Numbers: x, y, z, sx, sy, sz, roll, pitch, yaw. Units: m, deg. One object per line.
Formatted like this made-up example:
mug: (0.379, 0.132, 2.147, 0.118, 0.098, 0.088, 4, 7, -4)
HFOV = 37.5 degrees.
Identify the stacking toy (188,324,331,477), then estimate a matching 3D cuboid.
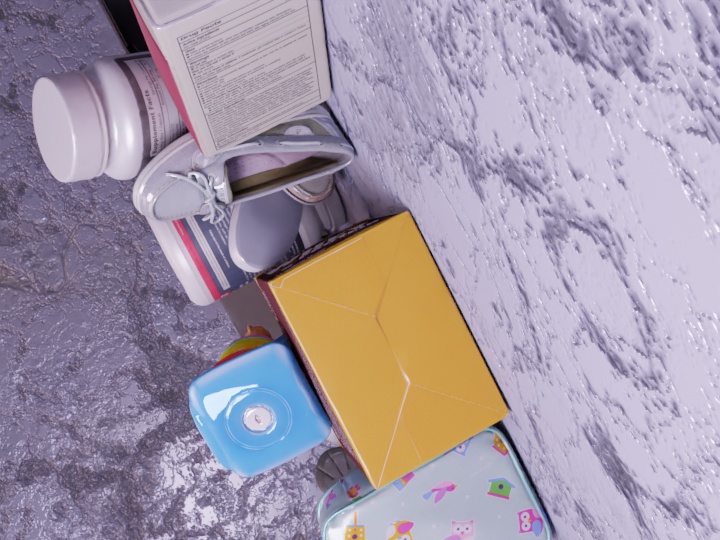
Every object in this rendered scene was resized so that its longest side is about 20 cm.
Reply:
stacking toy: (-0.104, 0.102, 1.053, 0.116, 0.110, 0.200, 63, -176, -20)

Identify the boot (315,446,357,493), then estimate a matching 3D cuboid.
boot: (0.066, 0.228, 1.160, 0.154, 0.203, 0.074, 38, -122, -72)

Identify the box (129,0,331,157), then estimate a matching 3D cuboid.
box: (-0.107, -0.201, 0.844, 0.109, 0.128, 0.200, 60, 171, 20)

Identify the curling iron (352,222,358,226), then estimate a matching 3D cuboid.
curling iron: (0.000, 0.000, 1.211, 0.050, 0.026, 0.200, 56, 170, 23)

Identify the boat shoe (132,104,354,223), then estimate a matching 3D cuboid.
boat shoe: (-0.104, -0.090, 0.950, 0.065, 0.202, 0.075, 53, 153, 34)

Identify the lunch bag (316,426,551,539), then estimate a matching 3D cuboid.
lunch bag: (0.065, 0.240, 0.975, 0.161, 0.200, 0.077, 62, 174, -12)

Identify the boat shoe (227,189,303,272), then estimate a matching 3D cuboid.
boat shoe: (-0.100, -0.075, 1.099, 0.074, 0.200, 0.065, 36, 140, -24)

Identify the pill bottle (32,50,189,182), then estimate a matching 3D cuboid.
pill bottle: (-0.193, -0.148, 0.989, 0.114, 0.200, 0.114, 29, 127, 47)

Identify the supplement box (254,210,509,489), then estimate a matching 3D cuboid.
supplement box: (0.010, 0.064, 0.974, 0.198, 0.133, 0.200, 63, 172, -5)

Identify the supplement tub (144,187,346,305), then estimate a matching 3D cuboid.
supplement tub: (-0.132, -0.062, 1.213, 0.141, 0.200, 0.140, 60, 172, 14)

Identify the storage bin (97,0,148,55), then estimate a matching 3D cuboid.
storage bin: (-0.218, -0.318, 1.129, 0.200, 0.135, 0.094, 62, 172, 3)

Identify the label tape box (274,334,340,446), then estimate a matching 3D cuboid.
label tape box: (-0.020, 0.147, 1.239, 0.200, 0.066, 0.143, 32, -165, 7)

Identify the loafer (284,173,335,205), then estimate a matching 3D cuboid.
loafer: (-0.081, -0.161, 1.051, 0.200, 0.072, 0.063, 65, 165, 2)

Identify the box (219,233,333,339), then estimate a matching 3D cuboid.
box: (-0.074, 0.066, 1.384, 0.200, 0.193, 0.048, 63, -147, -18)

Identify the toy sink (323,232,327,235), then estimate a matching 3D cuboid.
toy sink: (-0.128, -0.068, 1.505, 0.200, 0.112, 0.130, 53, 169, 25)
